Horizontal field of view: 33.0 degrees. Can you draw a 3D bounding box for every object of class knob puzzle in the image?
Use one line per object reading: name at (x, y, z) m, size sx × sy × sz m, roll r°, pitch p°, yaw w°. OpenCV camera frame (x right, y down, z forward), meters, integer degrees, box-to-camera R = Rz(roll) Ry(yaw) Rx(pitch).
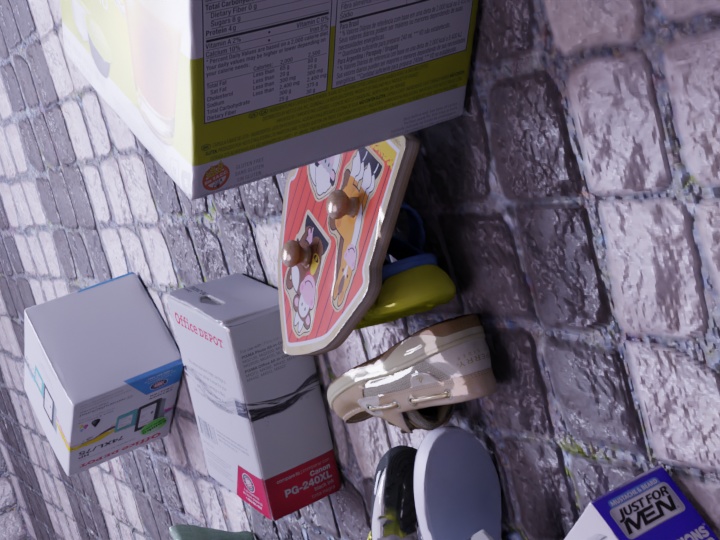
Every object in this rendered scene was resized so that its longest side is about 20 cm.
knob puzzle at (-0.031, -0.029, 0.868) m, size 0.220 × 0.030 × 0.220 m, roll -172°, pitch 90°, yaw -66°

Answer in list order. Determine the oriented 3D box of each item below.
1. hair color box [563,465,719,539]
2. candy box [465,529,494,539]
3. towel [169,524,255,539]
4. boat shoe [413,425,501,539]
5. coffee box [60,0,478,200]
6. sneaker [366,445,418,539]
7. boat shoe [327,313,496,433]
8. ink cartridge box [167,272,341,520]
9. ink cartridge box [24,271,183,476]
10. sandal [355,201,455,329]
hair color box at (0.196, 0.227, 0.705) m, size 0.200 × 0.065 × 0.109 m, roll 54°, pitch 150°, yaw 26°
candy box at (0.123, 0.289, 0.807) m, size 0.200 × 0.061 × 0.136 m, roll 64°, pitch 168°, yaw -21°
towel at (-0.116, 0.364, 1.327) m, size 0.200 × 0.023 × 0.153 m, roll 54°, pitch -166°, yaw 30°
boat shoe at (0.073, 0.205, 0.923) m, size 0.066 × 0.070 × 0.200 m, roll 12°, pitch 126°, yaw 58°
coffee box at (-0.061, -0.198, 0.741) m, size 0.200 × 0.200 × 0.198 m, roll 45°, pitch 144°, yaw 39°
sneaker at (0.030, 0.226, 0.999) m, size 0.085 × 0.074 × 0.200 m, roll 30°, pitch 133°, yaw 53°
boat shoe at (0.036, 0.091, 0.904) m, size 0.200 × 0.072 × 0.065 m, roll -37°, pitch 72°, yaw 57°
ink cartridge box at (-0.103, 0.114, 1.161) m, size 0.145 × 0.083 × 0.200 m, roll 19°, pitch 124°, yaw 57°
ink cartridge box at (-0.325, 0.132, 1.521) m, size 0.146 × 0.147 × 0.200 m, roll 57°, pitch 151°, yaw 23°
sandal at (0.000, 0.000, 0.913) m, size 0.200 × 0.079 × 0.087 m, roll -23°, pitch 79°, yaw 57°
